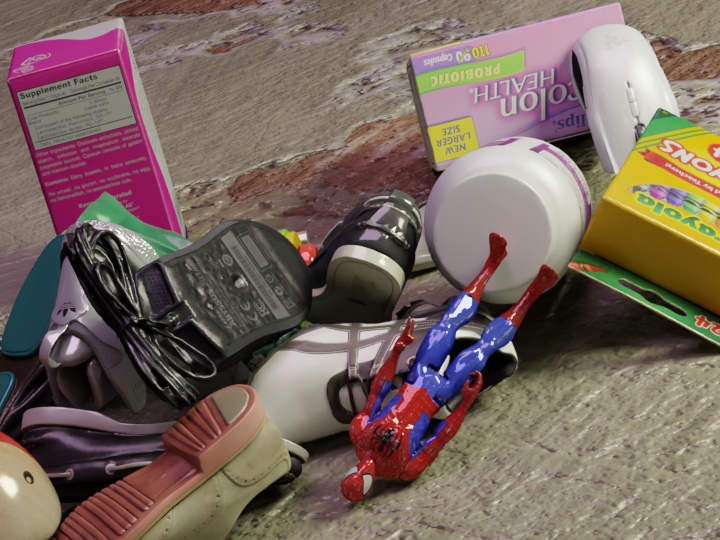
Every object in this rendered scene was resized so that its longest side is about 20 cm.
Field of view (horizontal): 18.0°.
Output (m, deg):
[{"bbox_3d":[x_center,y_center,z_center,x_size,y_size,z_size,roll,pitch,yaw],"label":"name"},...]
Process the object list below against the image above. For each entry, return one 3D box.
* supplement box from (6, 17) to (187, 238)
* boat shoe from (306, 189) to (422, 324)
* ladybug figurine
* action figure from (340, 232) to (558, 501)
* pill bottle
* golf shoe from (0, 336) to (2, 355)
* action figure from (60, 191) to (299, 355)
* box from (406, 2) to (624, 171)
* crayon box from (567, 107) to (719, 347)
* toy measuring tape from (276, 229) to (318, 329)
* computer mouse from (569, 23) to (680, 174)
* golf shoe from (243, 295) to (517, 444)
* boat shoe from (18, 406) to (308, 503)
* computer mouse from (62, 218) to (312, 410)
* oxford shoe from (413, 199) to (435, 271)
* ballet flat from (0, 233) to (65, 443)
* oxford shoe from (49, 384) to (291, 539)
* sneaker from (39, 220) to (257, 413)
[{"bbox_3d":[-0.220,-0.096,1.919,0.103,0.201,0.101,-14,21,1],"label":"supplement box"},{"bbox_3d":[0.000,0.000,1.628,0.071,0.068,0.200,21,-21,-7],"label":"boat shoe"},{"bbox_3d":[-0.274,0.137,1.446,0.199,0.072,0.135,6,18,44],"label":"ladybug figurine"},{"bbox_3d":[0.049,0.067,1.472,0.065,0.052,0.200,33,77,10],"label":"action figure"},{"bbox_3d":[0.105,-0.035,1.620,0.112,0.113,0.200,-10,4,11],"label":"pill bottle"},{"bbox_3d":[-0.195,0.048,1.713,0.200,0.078,0.094,-38,31,-23],"label":"golf shoe"},{"bbox_3d":[-0.124,0.020,1.665,0.199,0.055,0.118,26,37,4],"label":"action figure"},{"bbox_3d":[0.133,-0.151,1.897,0.175,0.097,0.200,-14,4,2],"label":"box"},{"bbox_3d":[0.235,-0.033,1.605,0.126,0.051,0.200,27,33,7],"label":"crayon box"},{"bbox_3d":[-0.061,-0.011,1.788,0.073,0.074,0.200,-12,22,7],"label":"toy measuring tape"},{"bbox_3d":[0.209,-0.109,1.738,0.109,0.201,0.044,-15,-23,-1],"label":"computer mouse"},{"bbox_3d":[0.012,0.073,1.529,0.199,0.078,0.094,-22,23,-16],"label":"golf shoe"},{"bbox_3d":[-0.134,0.131,1.499,0.199,0.074,0.061,5,68,9],"label":"boat shoe"},{"bbox_3d":[-0.110,0.021,1.512,0.053,0.139,0.200,-40,-12,35],"label":"computer mouse"},{"bbox_3d":[0.079,-0.045,1.803,0.199,0.058,0.075,-17,24,-3],"label":"oxford shoe"},{"bbox_3d":[-0.226,0.074,1.584,0.068,0.068,0.201,8,68,51],"label":"ballet flat"},{"bbox_3d":[-0.124,0.162,1.416,0.200,0.074,0.071,-40,30,-9],"label":"oxford shoe"},{"bbox_3d":[-0.149,0.064,1.560,0.075,0.200,0.115,-6,52,35],"label":"sneaker"}]
